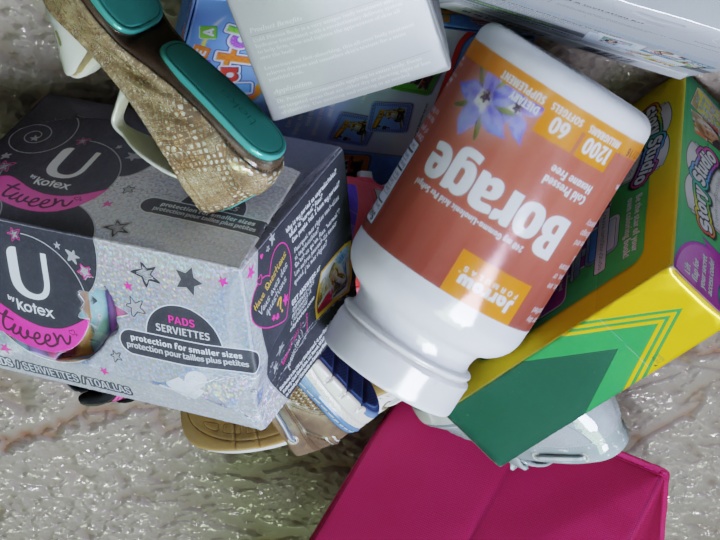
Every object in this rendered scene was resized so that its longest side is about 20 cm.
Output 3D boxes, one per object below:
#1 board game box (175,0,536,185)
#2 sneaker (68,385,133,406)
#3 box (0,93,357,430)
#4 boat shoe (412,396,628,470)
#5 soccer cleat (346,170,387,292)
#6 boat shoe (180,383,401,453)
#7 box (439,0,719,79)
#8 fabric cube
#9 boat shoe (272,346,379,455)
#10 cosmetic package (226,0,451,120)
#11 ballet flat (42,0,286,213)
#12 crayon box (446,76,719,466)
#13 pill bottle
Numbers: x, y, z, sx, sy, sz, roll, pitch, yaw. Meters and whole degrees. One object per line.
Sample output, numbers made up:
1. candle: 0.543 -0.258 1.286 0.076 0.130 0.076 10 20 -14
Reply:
1. board game box: -0.014 -0.106 1.346 0.198 0.037 0.152 5 139 -15
2. sneaker: -0.145 0.059 1.479 0.199 0.084 0.077 19 137 -16
3. box: -0.120 -0.009 1.303 0.198 0.132 0.116 11 128 24
4. boat shoe: 0.099 0.095 1.452 0.072 0.070 0.200 59 157 -12
5. soccer cleat: 0.000 0.000 1.404 0.066 0.077 0.200 -3 160 9
6. boat shoe: -0.023 0.080 1.544 0.199 0.071 0.069 -17 161 20
7. box: 0.133 -0.143 1.205 0.155 0.042 0.200 15 180 -10
8. fabric cube: 0.078 0.223 1.562 0.199 0.200 0.197 21 151 19
9. boat shoe: -0.077 0.038 1.430 0.072 0.072 0.200 -38 102 13
10. cosmetic package: -0.028 -0.187 1.184 0.106 0.091 0.201 -14 127 6
11. ballet flat: -0.123 -0.110 1.225 0.065 0.200 0.070 -44 169 29
12. crayon box: 0.138 -0.004 1.356 0.172 0.201 0.058 -34 115 31
13. pill bottle: 0.065 -0.025 1.277 0.112 0.112 0.201 26 100 -33
